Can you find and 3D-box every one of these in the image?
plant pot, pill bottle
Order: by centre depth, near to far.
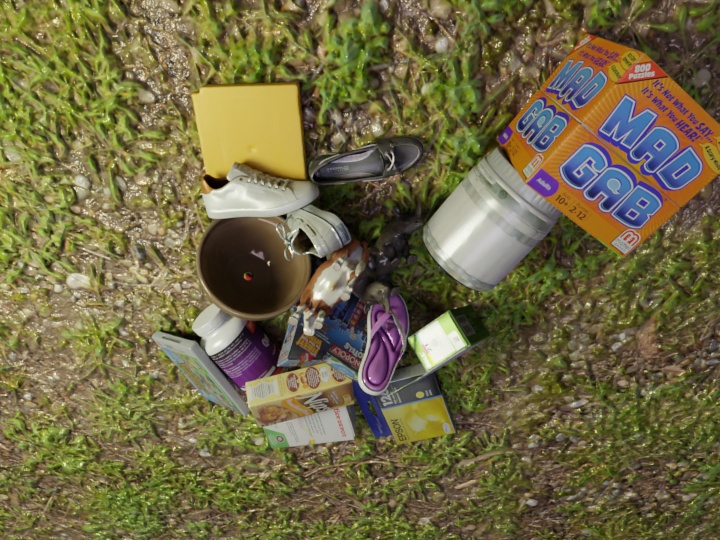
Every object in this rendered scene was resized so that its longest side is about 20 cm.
[{"bbox_3d":[-0.196,-0.003,0.917,0.200,0.202,0.093,26,155,-14],"label":"plant pot"},{"bbox_3d":[-0.244,0.159,1.033,0.112,0.113,0.200,-28,117,18],"label":"pill bottle"}]

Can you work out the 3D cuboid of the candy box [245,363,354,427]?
[{"bbox_3d":[-0.114,0.241,0.997,0.198,0.056,0.116,-12,145,-6],"label":"candy box"}]

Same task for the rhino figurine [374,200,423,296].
[{"bbox_3d":[0.059,-0.041,0.918,0.059,0.088,0.201,5,125,-34],"label":"rhino figurine"}]

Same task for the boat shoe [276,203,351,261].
[{"bbox_3d":[-0.094,-0.054,0.828,0.086,0.202,0.075,-37,119,-16],"label":"boat shoe"}]

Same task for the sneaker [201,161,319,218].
[{"bbox_3d":[-0.170,-0.137,0.837,0.198,0.073,0.085,-6,122,6],"label":"sneaker"}]

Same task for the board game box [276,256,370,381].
[{"bbox_3d":[-0.055,0.114,0.934,0.199,0.201,0.062,36,147,-11],"label":"board game box"}]

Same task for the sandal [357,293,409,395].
[{"bbox_3d":[0.050,0.123,0.915,0.082,0.204,0.050,17,153,-11],"label":"sandal"}]

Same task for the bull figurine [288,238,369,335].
[{"bbox_3d":[-0.054,0.035,0.813,0.065,0.122,0.201,32,112,-6],"label":"bull figurine"}]

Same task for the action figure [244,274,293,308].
[{"bbox_3d":[-0.145,0.085,1.008,0.198,0.065,0.100,16,103,-7],"label":"action figure"}]

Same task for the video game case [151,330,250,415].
[{"bbox_3d":[-0.335,0.214,1.064,0.181,0.022,0.201,3,131,46],"label":"video game case"}]

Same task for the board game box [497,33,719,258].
[{"bbox_3d":[0.358,-0.186,0.746,0.199,0.200,0.200,31,117,-16],"label":"board game box"}]

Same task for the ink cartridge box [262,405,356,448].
[{"bbox_3d":[-0.119,0.310,1.137,0.198,0.084,0.146,-9,121,8],"label":"ink cartridge box"}]

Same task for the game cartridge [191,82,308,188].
[{"bbox_3d":[-0.180,-0.209,0.856,0.175,0.033,0.202,0,119,2],"label":"game cartridge"}]

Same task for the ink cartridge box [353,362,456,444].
[{"bbox_3d":[0.095,0.310,1.154,0.198,0.047,0.199,-18,120,10],"label":"ink cartridge box"}]

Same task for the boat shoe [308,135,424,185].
[{"bbox_3d":[0.010,-0.176,0.850,0.198,0.057,0.067,-9,119,8],"label":"boat shoe"}]

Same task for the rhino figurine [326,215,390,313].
[{"bbox_3d":[0.000,0.000,0.887,0.059,0.200,0.088,-10,139,-34],"label":"rhino figurine"}]

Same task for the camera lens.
[{"bbox_3d":[0.213,-0.079,0.841,0.159,0.160,0.200,31,118,-16],"label":"camera lens"}]

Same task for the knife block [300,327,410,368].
[{"bbox_3d":[-0.001,0.145,1.011,0.199,0.064,0.175,20,133,-36],"label":"knife block"}]

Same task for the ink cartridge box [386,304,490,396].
[{"bbox_3d":[0.136,0.156,0.991,0.200,0.147,0.076,-38,73,23],"label":"ink cartridge box"}]
